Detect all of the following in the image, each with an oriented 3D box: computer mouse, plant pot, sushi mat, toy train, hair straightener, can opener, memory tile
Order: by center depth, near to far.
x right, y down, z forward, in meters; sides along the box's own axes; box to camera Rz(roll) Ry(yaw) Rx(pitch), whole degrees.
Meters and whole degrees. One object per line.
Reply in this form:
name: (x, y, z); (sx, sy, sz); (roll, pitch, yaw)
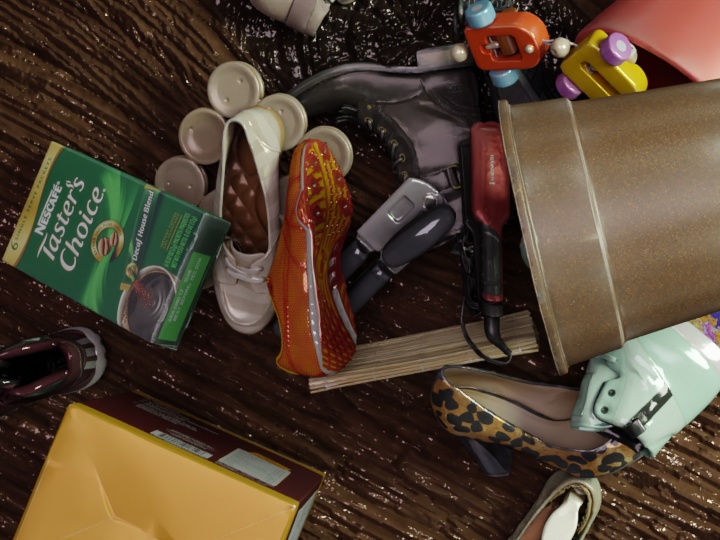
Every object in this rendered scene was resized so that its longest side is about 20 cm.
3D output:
plant pot: (0.214, -0.044, 0.917); (0.196, 0.200, 0.202); (-12, 87, 11)
toy train: (0.167, -0.139, 1.031); (0.056, 0.149, 0.201); (-54, 128, -34)
plant pot: (0.306, -0.188, 1.069); (0.200, 0.200, 0.178); (41, 82, 5)
hair straightener: (0.104, -0.018, 1.085); (0.041, 0.077, 0.202); (-1, 75, -14)
computer mouse: (0.135, -0.152, 1.120); (0.052, 0.139, 0.201); (-30, 99, 25)
sushi mat: (0.055, 0.069, 1.120); (0.198, 0.096, 0.012); (-11, 103, 5)
can opener: (0.000, 0.000, 1.121); (0.053, 0.067, 0.200); (43, 112, -6)
memory tile: (-0.109, -0.069, 1.154); (0.153, 0.017, 0.201); (34, 108, 6)

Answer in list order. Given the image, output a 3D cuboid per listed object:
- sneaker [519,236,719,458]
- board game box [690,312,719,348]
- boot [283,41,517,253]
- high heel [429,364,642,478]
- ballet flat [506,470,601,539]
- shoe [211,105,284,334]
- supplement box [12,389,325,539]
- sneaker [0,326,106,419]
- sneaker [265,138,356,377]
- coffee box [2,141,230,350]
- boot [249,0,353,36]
sneaker: (0.184, 0.058, 1.032); (0.200, 0.074, 0.118); (40, 77, 13)
board game box: (0.264, 0.017, 1.068); (0.135, 0.045, 0.200); (50, 133, 6)
boot: (0.036, -0.100, 1.144); (0.198, 0.069, 0.176); (-10, 95, 12)
high heel: (0.161, 0.110, 1.067); (0.198, 0.143, 0.072); (-16, 45, 22)
ballet flat: (0.144, 0.258, 1.119); (0.067, 0.062, 0.201); (27, 91, 5)
shoe: (-0.102, -0.040, 1.121); (0.069, 0.053, 0.202); (5, 102, 14)
supplement box: (-0.152, 0.203, 1.079); (0.196, 0.200, 0.134); (23, 90, 6)
sneaker: (-0.331, 0.097, 1.142); (0.198, 0.116, 0.076); (-22, 86, 4)
sneaker: (-0.050, -0.012, 1.089); (0.077, 0.073, 0.202); (-6, 78, 36)
coffee box: (-0.217, -0.024, 1.135); (0.199, 0.044, 0.124); (26, 93, 31)
boot: (-0.033, -0.316, 1.162); (0.146, 0.070, 0.200); (43, 93, -1)
